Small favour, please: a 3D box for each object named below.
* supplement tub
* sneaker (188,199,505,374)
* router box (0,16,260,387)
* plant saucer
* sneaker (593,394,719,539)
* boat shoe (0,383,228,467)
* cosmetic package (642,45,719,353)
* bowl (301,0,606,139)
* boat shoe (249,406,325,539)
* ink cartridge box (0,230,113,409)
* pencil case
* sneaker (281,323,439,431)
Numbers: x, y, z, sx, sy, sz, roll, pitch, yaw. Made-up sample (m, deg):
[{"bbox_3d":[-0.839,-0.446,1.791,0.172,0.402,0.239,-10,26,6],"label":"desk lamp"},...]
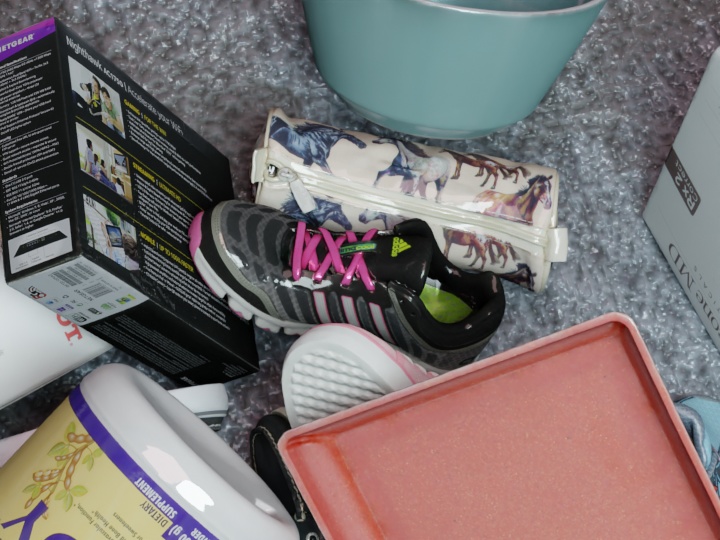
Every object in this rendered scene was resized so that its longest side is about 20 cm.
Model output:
[{"bbox_3d":[-0.145,0.163,0.914,0.145,0.145,0.200,43,89,16],"label":"supplement tub"},{"bbox_3d":[0.000,0.000,1.025,0.200,0.087,0.074,25,46,-19],"label":"sneaker"},{"bbox_3d":[-0.131,-0.031,1.008,0.051,0.200,0.149,-19,62,18],"label":"router box"},{"bbox_3d":[0.088,0.132,0.892,0.200,0.037,0.200,-22,101,24],"label":"plant saucer"},{"bbox_3d":[0.177,0.111,0.982,0.079,0.096,0.200,28,33,16],"label":"sneaker"},{"bbox_3d":[-0.167,0.115,1.011,0.200,0.069,0.057,-17,84,-10],"label":"boat shoe"},{"bbox_3d":[0.290,-0.040,1.038,0.165,0.200,0.165,-20,66,-14],"label":"cosmetic package"},{"bbox_3d":[0.047,-0.153,1.108,0.200,0.105,0.201,9,30,-5],"label":"bowl"},{"bbox_3d":[-0.035,0.173,0.980,0.066,0.075,0.200,-12,74,-23],"label":"boat shoe"},{"bbox_3d":[-0.261,0.019,1.000,0.200,0.084,0.146,-29,109,-18],"label":"ink cartridge box"},{"bbox_3d":[0.029,-0.043,1.085,0.200,0.078,0.089,13,20,2],"label":"pencil case"},{"bbox_3d":[0.030,0.082,0.984,0.075,0.200,0.105,-20,33,30],"label":"sneaker"}]
